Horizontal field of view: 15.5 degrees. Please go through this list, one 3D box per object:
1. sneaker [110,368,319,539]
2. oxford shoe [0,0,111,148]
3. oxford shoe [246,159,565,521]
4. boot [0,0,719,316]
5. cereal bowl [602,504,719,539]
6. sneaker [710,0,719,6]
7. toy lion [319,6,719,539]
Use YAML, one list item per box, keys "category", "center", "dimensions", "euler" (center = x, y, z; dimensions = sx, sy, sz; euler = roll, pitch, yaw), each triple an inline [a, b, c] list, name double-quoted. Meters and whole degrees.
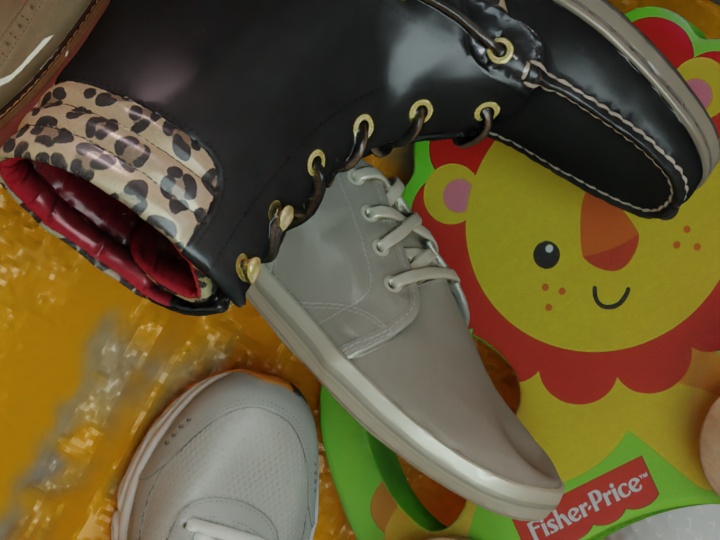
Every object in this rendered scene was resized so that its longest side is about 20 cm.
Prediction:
- category: "sneaker"
  center: [-0.057, 0.134, 0.907]
  dimensions: [0.075, 0.092, 0.201]
  euler: [18, 95, -18]
- category: "oxford shoe"
  center: [-0.138, -0.068, 0.861]
  dimensions: [0.075, 0.070, 0.200]
  euler: [42, 86, -11]
- category: "oxford shoe"
  center: [0.000, 0.000, 0.869]
  dimensions: [0.058, 0.075, 0.200]
  euler: [-46, 72, 13]
- category: "boot"
  center: [0.000, -0.038, 0.822]
  dimensions: [0.203, 0.073, 0.154]
  euler: [34, 63, -6]
- category: "cereal bowl"
  center: [0.185, 0.085, 0.969]
  dimensions: [0.198, 0.083, 0.202]
  euler: [-3, 100, -15]
- category: "sneaker"
  center: [0.089, -0.187, 0.898]
  dimensions: [0.200, 0.074, 0.116]
  euler: [40, 89, -19]
- category: "toy lion"
  center: [0.071, 0.015, 0.911]
  dimensions: [0.199, 0.069, 0.193]
  euler: [-29, 78, 16]
